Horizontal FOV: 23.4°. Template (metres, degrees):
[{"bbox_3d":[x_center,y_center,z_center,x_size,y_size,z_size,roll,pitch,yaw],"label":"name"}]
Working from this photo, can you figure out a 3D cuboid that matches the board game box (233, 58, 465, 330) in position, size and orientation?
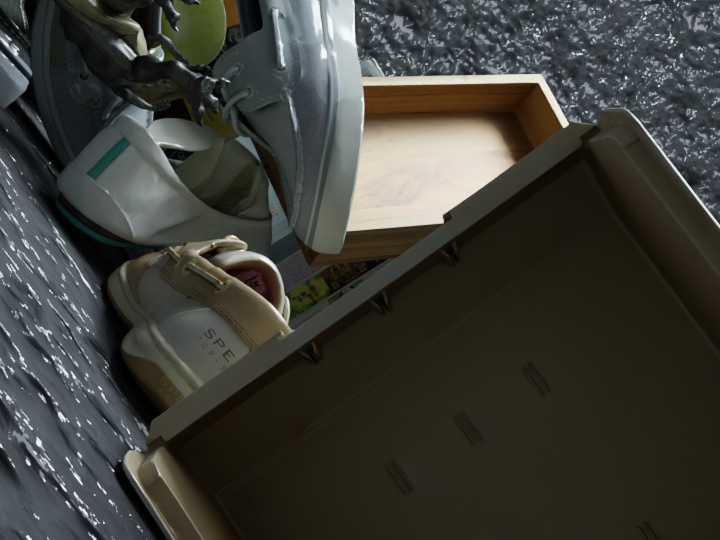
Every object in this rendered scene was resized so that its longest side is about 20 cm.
[{"bbox_3d":[0.000,0.000,1.011,0.200,0.147,0.064,58,-4,18],"label":"board game box"}]

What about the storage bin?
[{"bbox_3d":[0.057,0.079,0.580,0.199,0.200,0.094,54,-1,10],"label":"storage bin"}]

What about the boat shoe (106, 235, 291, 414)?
[{"bbox_3d":[-0.063,0.021,0.756,0.074,0.069,0.200,53,-1,-17],"label":"boat shoe"}]

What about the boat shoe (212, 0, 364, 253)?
[{"bbox_3d":[-0.039,-0.093,0.871,0.070,0.071,0.201,106,-17,-52],"label":"boat shoe"}]

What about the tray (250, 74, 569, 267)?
[{"bbox_3d":[0.040,-0.058,0.962,0.037,0.199,0.099,-50,-124,44],"label":"tray"}]

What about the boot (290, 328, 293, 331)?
[{"bbox_3d":[-0.013,0.094,0.775,0.154,0.073,0.204,52,-5,15],"label":"boot"}]

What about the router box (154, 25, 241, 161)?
[{"bbox_3d":[-0.065,-0.063,1.161,0.200,0.157,0.052,55,13,12],"label":"router box"}]

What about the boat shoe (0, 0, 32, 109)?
[{"bbox_3d":[-0.187,-0.156,0.826,0.200,0.071,0.072,56,1,40],"label":"boat shoe"}]

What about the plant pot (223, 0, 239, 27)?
[{"bbox_3d":[-0.112,-0.257,1.079,0.200,0.199,0.184,-125,-152,-42],"label":"plant pot"}]

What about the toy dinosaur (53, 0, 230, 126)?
[{"bbox_3d":[-0.109,-0.114,0.803,0.088,0.048,0.200,20,-18,26],"label":"toy dinosaur"}]

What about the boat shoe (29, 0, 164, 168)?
[{"bbox_3d":[-0.128,-0.138,0.916,0.074,0.065,0.203,-26,122,-61],"label":"boat shoe"}]

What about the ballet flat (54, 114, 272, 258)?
[{"bbox_3d":[-0.082,-0.040,0.882,0.070,0.069,0.200,54,14,15],"label":"ballet flat"}]

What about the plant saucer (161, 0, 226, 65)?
[{"bbox_3d":[-0.176,-0.177,1.051,0.199,0.031,0.200,22,-28,12],"label":"plant saucer"}]

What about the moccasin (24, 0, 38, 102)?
[{"bbox_3d":[-0.181,-0.145,0.988,0.201,0.073,0.078,35,35,-63],"label":"moccasin"}]

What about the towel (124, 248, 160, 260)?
[{"bbox_3d":[-0.081,0.030,1.018,0.147,0.030,0.200,55,0,9],"label":"towel"}]
